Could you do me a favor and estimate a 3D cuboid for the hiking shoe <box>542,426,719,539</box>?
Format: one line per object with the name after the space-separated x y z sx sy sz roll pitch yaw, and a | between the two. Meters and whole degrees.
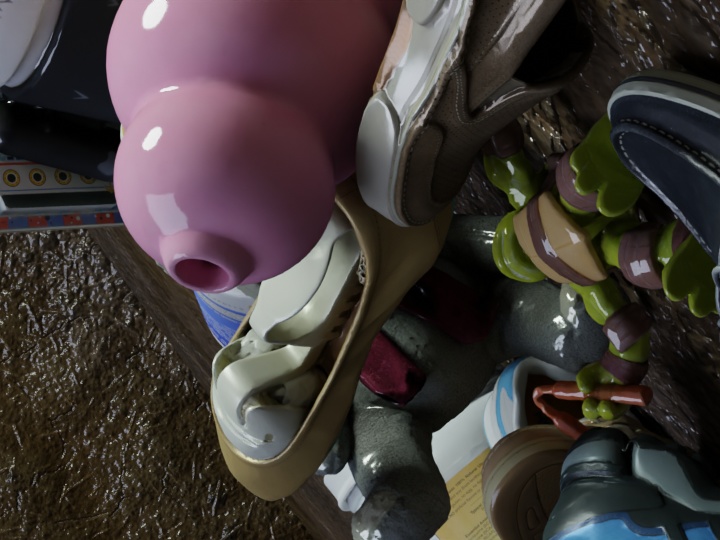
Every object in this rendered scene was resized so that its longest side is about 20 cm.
0.157 0.125 0.788 0.199 0.087 0.074 8 149 37 | hiking shoe

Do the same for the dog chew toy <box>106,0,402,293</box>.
-0.037 -0.082 0.753 0.124 0.201 0.125 8 149 5 | dog chew toy

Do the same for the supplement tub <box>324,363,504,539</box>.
0.088 0.157 1.169 0.200 0.145 0.145 49 170 15 | supplement tub

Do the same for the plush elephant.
0.000 0.000 0.950 0.155 0.165 0.200 46 -177 -29 | plush elephant

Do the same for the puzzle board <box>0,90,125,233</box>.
-0.134 -0.096 1.049 0.017 0.199 0.151 -32 67 54 | puzzle board

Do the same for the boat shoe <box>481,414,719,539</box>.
0.111 0.101 0.943 0.200 0.071 0.065 26 -155 -50 | boat shoe

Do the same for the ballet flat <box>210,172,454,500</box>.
-0.029 0.026 0.850 0.069 0.063 0.200 48 130 25 | ballet flat

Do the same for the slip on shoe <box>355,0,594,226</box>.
0.046 -0.076 0.694 0.060 0.076 0.200 26 142 9 | slip on shoe

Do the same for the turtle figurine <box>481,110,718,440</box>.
0.093 -0.009 0.805 0.200 0.064 0.161 61 161 -5 | turtle figurine

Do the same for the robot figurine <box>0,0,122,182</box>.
-0.117 -0.133 0.986 0.125 0.199 0.151 -31 54 55 | robot figurine

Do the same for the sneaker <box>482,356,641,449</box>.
0.137 0.128 1.058 0.200 0.076 0.081 48 168 13 | sneaker

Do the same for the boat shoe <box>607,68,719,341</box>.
0.142 0.009 0.661 0.200 0.062 0.075 48 171 26 | boat shoe

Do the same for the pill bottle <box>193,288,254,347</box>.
-0.056 0.000 1.349 0.112 0.112 0.200 48 169 18 | pill bottle

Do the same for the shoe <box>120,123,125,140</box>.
-0.044 -0.074 0.871 0.070 0.200 0.053 43 125 3 | shoe
